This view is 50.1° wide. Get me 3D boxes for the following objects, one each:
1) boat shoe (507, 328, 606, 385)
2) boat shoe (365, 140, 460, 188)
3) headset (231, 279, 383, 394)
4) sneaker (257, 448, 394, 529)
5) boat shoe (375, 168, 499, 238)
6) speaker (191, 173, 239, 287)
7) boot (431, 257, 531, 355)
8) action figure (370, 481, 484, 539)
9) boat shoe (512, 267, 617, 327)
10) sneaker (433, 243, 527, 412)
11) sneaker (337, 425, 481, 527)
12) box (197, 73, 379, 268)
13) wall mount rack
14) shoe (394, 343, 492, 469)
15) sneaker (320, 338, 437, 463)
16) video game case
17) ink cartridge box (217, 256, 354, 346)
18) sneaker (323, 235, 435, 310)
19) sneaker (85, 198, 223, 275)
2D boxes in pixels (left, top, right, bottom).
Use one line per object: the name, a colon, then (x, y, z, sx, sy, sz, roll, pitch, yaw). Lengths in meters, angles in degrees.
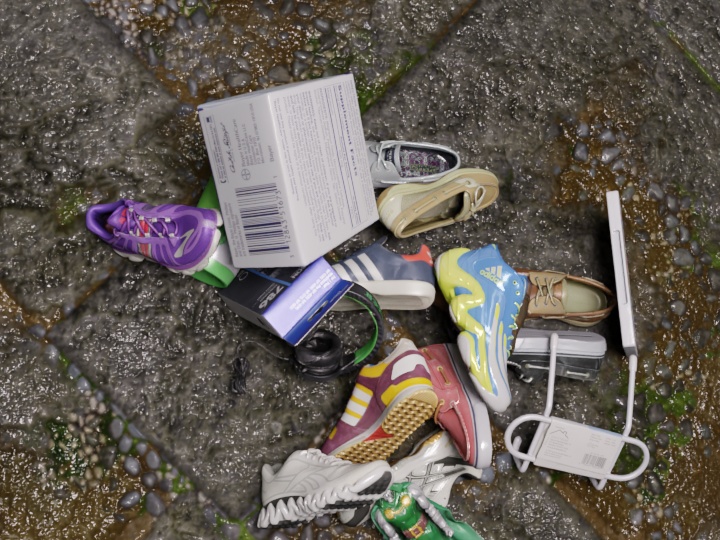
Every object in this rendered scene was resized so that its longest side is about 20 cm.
boat shoe: (0.232, 0.118, 1.027, 0.194, 0.072, 0.073, 4, 98, -2)
boat shoe: (0.041, -0.149, 1.042, 0.195, 0.072, 0.072, 0, 77, -13)
headset: (-0.066, 0.090, 0.938, 0.196, 0.095, 0.125, -20, 119, 12)
sneaker: (-0.048, 0.240, 0.884, 0.074, 0.197, 0.083, 21, 52, -47)
boat shoe: (0.112, -0.085, 1.024, 0.197, 0.074, 0.064, -11, 48, -33)
speaker: (-0.160, -0.086, 0.973, 0.087, 0.088, 0.204, 24, 73, -7)
boot: (0.117, 0.046, 0.987, 0.195, 0.075, 0.099, 7, 61, 13)
action figure: (0.076, 0.316, 0.911, 0.118, 0.055, 0.201, -39, 108, -1)
boat shoe: (0.258, 0.031, 1.051, 0.195, 0.074, 0.078, 4, 76, -12)
sneaker: (0.160, 0.058, 0.910, 0.103, 0.076, 0.204, -22, 74, 10)
sneaker: (0.067, 0.270, 0.951, 0.197, 0.076, 0.089, -29, 85, -17)
box: (-0.076, -0.121, 0.904, 0.199, 0.103, 0.189, -34, 117, -57)
wall mount rack: (0.280, 0.187, 0.990, 0.195, 0.075, 0.177, 15, 109, -9)
shoe: (0.094, 0.164, 0.942, 0.088, 0.073, 0.202, -1, 33, -9)
sneaker: (0.014, 0.168, 0.931, 0.074, 0.200, 0.091, 22, 37, -37)
video game case: (0.358, 0.009, 1.054, 0.018, 0.143, 0.206, -6, 77, 19)
ink cartridge box: (-0.094, 0.021, 0.907, 0.099, 0.199, 0.039, -46, 117, -17)
sneaker: (0.000, 0.000, 0.982, 0.194, 0.075, 0.087, 2, 67, 10)
sneaker: (-0.244, -0.045, 0.895, 0.196, 0.083, 0.083, 2, 74, 31)
